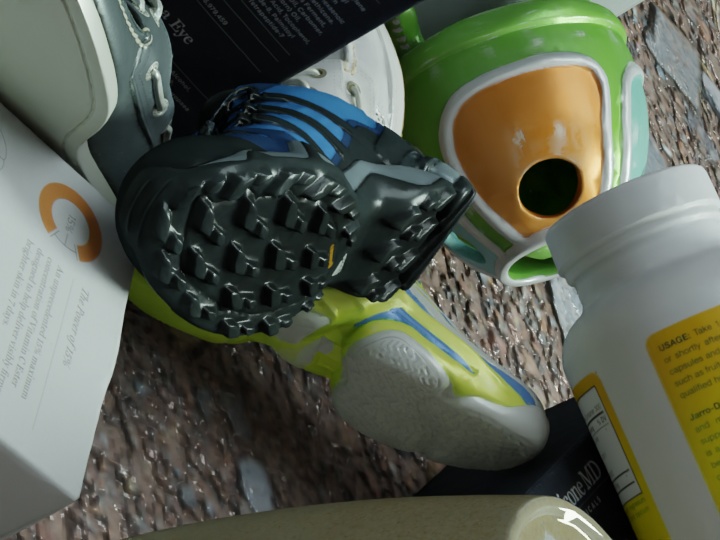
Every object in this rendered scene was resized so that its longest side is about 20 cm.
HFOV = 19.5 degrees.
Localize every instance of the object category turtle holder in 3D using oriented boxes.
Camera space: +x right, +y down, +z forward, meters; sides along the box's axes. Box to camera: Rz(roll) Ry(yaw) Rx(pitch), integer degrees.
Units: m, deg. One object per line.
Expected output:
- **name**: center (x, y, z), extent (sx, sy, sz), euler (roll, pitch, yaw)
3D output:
- **turtle holder**: center (0.073, -0.059, 1.067), extent (0.141, 0.186, 0.132), euler (-11, 73, -27)

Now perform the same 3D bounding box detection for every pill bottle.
- **pill bottle**: center (0.148, 0.061, 0.852), extent (0.104, 0.104, 0.200), euler (-1, 65, -58)

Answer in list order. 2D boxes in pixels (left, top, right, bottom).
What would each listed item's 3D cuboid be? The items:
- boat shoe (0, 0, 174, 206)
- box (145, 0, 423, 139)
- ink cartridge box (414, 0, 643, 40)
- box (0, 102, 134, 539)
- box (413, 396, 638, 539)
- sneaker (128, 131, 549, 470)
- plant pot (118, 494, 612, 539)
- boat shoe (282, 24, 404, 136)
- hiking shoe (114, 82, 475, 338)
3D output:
- **boat shoe**: center (-0.099, -0.073, 0.705), extent (0.062, 0.073, 0.200), euler (-60, 168, -23)
- **box**: center (-0.049, -0.163, 0.886), extent (0.104, 0.182, 0.200), euler (48, 33, -24)
- **ink cartridge box**: center (0.047, -0.219, 1.117), extent (0.145, 0.145, 0.200), euler (8, 58, -52)
- **box**: center (-0.176, -0.012, 0.646), extent (0.200, 0.097, 0.124), euler (44, 34, -29)
- **box**: center (0.102, 0.172, 0.917), extent (0.197, 0.124, 0.200), euler (60, 29, -2)
- **sneaker**: center (0.000, 0.000, 0.867), extent (0.200, 0.076, 0.105), euler (29, 58, -11)
- **plant pot**: center (-0.007, 0.149, 0.679), extent (0.187, 0.200, 0.187), euler (38, 38, -36)
- **boat shoe**: center (-0.024, -0.062, 0.956), extent (0.069, 0.071, 0.200), euler (28, 45, -47)
- **hiking shoe**: center (-0.039, -0.028, 0.761), extent (0.087, 0.074, 0.200), euler (39, 16, 21)
